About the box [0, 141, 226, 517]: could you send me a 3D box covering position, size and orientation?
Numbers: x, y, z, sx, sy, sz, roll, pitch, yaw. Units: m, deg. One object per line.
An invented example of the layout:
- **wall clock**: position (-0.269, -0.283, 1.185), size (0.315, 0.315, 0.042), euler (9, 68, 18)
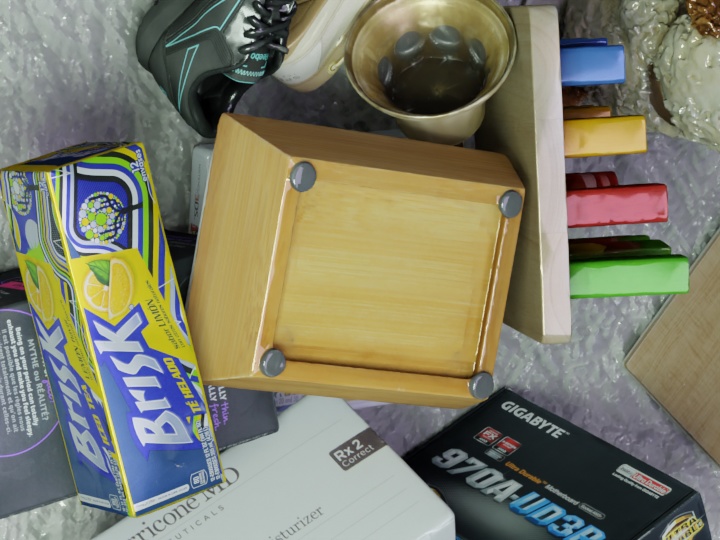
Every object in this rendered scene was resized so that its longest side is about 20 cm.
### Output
- **box**: position (-0.139, 0.032, 1.593), size (0.064, 0.070, 0.200), euler (-20, 103, -30)

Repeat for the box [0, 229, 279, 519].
- **box**: position (-0.165, 0.058, 1.684), size (0.200, 0.106, 0.123), euler (-15, 103, -31)

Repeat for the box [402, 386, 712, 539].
- **box**: position (0.103, 0.166, 1.861), size (0.159, 0.200, 0.046), euler (-34, 126, -23)

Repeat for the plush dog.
- **plush dog**: position (0.214, -0.136, 1.865), size (0.160, 0.172, 0.200), euler (-42, 125, -17)

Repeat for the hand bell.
- **hand bell**: position (0.054, -0.079, 1.788), size (0.104, 0.104, 0.200), euler (-43, 151, -18)

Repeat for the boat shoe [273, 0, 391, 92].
- **boat shoe**: position (0.001, -0.196, 1.764), size (0.200, 0.074, 0.069), euler (-52, 143, -11)

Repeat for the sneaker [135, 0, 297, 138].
- **sneaker**: position (-0.056, -0.158, 1.659), size (0.075, 0.079, 0.200), euler (1, 144, -37)

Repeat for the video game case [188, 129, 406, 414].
- **video game case**: position (-0.023, 0.004, 1.832), size (0.200, 0.023, 0.182), euler (-6, 108, -34)

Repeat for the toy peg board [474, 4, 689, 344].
- **toy peg board**: position (0.136, -0.066, 1.780), size (0.098, 0.200, 0.200), euler (-3, 95, -8)

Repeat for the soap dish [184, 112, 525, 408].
- **soap dish**: position (0.000, 0.000, 1.666), size (0.200, 0.081, 0.158), euler (7, 96, -33)

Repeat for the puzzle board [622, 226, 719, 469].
- **puzzle board**: position (0.283, 0.030, 2.067), size (0.200, 0.017, 0.151), euler (-53, 126, -11)

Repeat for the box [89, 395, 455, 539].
- **box**: position (-0.054, 0.212, 1.759), size (0.199, 0.131, 0.200), euler (-34, 149, -21)
